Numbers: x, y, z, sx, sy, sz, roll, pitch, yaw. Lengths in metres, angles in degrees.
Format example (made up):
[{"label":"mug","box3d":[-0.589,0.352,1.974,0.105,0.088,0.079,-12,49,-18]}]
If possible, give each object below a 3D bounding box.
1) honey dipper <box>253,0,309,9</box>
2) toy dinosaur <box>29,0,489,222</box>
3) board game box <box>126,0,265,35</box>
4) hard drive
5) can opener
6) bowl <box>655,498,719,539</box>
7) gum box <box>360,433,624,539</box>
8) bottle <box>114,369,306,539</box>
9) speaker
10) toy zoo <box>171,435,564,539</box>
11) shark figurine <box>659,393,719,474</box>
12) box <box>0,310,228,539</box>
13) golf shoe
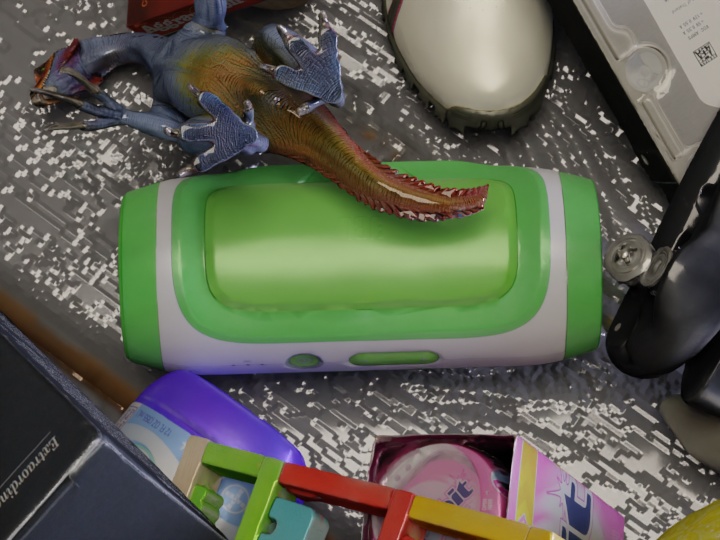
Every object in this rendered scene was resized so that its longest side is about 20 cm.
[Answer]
[{"label":"honey dipper","box3d":[-0.042,-0.217,1.267,0.038,0.038,0.200,-3,68,0]},{"label":"toy dinosaur","box3d":[-0.070,-0.067,1.161,0.200,0.181,0.105,45,81,-13]},{"label":"board game box","box3d":[-0.059,-0.210,1.241,0.103,0.019,0.200,-15,64,38]},{"label":"hard drive","box3d":[0.151,-0.136,1.188,0.140,0.038,0.200,-32,101,-10]},{"label":"can opener","box3d":[0.161,-0.039,1.150,0.079,0.063,0.200,30,76,-31]},{"label":"bowl","box3d":[0.186,0.150,1.030,0.200,0.108,0.200,5,53,-6]},{"label":"gum box","box3d":[0.046,0.176,1.073,0.066,0.113,0.200,-4,68,27]},{"label":"bottle","box3d":[-0.107,0.138,1.121,0.083,0.065,0.200,34,74,18]},{"label":"speaker","box3d":[0.000,0.000,1.161,0.200,0.088,0.089,-1,70,0]},{"label":"toy zoo","box3d":[-0.003,0.145,1.030,0.200,0.020,0.131,12,75,32]},{"label":"shark figurine","box3d":[0.249,0.052,1.140,0.214,0.090,0.128,-29,74,-8]},{"label":"box","box3d":[-0.176,0.087,1.070,0.148,0.107,0.200,-47,51,-3]},{"label":"golf shoe","box3d":[0.046,-0.160,1.218,0.077,0.088,0.200,-4,71,-3]}]
